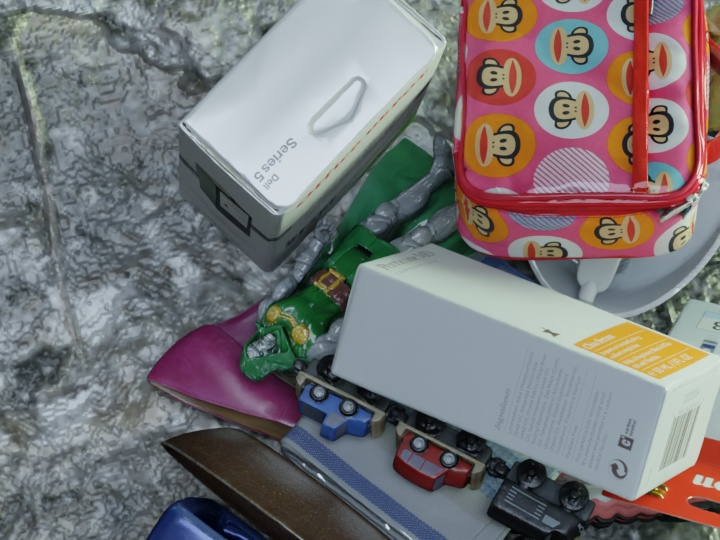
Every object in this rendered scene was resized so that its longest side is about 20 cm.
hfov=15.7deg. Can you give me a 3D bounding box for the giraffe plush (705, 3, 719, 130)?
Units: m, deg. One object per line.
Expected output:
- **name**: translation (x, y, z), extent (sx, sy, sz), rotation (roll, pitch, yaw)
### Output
- **giraffe plush**: translation (0.295, -0.128, 1.639), extent (0.162, 0.173, 0.200), rotation (-19, 93, 14)

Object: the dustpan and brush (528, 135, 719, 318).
- **dustpan and brush**: translation (0.149, 0.000, 1.639), extent (0.139, 0.057, 0.200), rotation (20, 110, 8)

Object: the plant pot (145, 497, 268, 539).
- **plant pot**: translation (-0.074, 0.260, 1.519), extent (0.200, 0.200, 0.180), rotation (36, 87, 4)

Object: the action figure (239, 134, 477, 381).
- **action figure**: translation (0.000, 0.000, 1.604), extent (0.118, 0.055, 0.200), rotation (32, 65, 35)

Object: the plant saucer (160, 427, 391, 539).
- **plant saucer**: translation (-0.029, 0.150, 1.533), extent (0.200, 0.200, 0.037), rotation (37, 81, 3)

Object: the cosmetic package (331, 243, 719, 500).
- **cosmetic package**: translation (0.096, 0.055, 1.501), extent (0.200, 0.101, 0.071), rotation (21, 107, 23)

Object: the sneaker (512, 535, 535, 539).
- **sneaker**: translation (0.128, 0.214, 1.536), extent (0.115, 0.201, 0.076), rotation (20, 75, -4)

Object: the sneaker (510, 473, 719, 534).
- **sneaker**: translation (0.175, 0.113, 1.619), extent (0.200, 0.074, 0.087), rotation (-4, 80, -4)

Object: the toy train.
- **toy train**: translation (0.043, 0.108, 1.535), extent (0.200, 0.034, 0.046), rotation (27, 70, 11)

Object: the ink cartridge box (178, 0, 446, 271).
- **ink cartridge box**: translation (-0.033, -0.091, 1.574), extent (0.084, 0.200, 0.146), rotation (42, 80, 4)

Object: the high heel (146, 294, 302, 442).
- **high heel**: translation (-0.042, 0.113, 1.602), extent (0.096, 0.067, 0.200), rotation (-32, 79, -18)

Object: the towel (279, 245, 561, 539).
- **towel**: translation (0.064, 0.085, 1.582), extent (0.147, 0.024, 0.200), rotation (36, 62, 16)

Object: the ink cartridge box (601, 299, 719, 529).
- **ink cartridge box**: translation (0.246, 0.092, 1.555), extent (0.160, 0.200, 0.047), rotation (14, 117, 16)

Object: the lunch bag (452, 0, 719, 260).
- **lunch bag**: translation (0.146, -0.101, 1.581), extent (0.176, 0.082, 0.200), rotation (1, 57, 5)
